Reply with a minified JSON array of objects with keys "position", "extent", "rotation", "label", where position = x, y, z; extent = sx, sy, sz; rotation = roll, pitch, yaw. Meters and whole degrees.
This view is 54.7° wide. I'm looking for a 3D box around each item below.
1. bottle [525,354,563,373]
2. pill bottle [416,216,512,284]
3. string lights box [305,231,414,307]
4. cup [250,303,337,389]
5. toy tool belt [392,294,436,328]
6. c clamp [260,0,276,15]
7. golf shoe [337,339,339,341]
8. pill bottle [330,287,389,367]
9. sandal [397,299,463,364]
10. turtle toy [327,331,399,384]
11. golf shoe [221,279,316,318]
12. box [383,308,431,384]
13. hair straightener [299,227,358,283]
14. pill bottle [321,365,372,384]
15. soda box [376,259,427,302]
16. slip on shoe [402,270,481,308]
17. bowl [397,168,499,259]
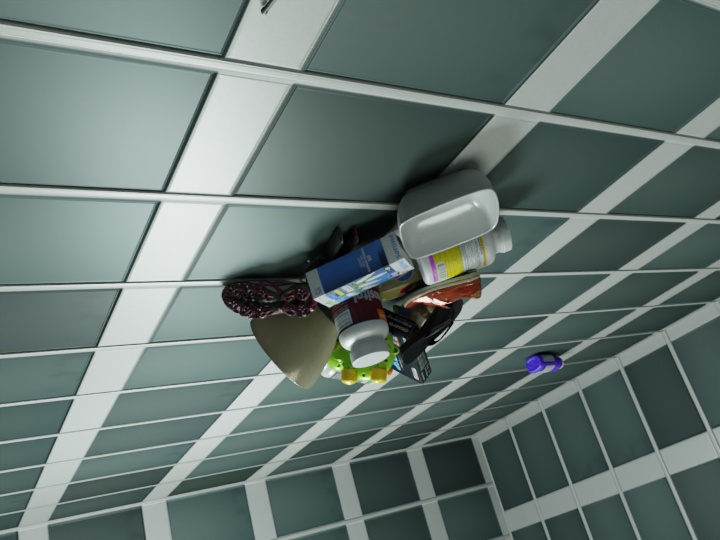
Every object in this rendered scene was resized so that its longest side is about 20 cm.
[{"position":[0.752,0.377,2.819],"extent":[0.196,0.067,0.083],"rotation":[5,149,-42],"label":"bottle"},{"position":[0.215,-0.048,1.467],"extent":[0.194,0.107,0.105],"rotation":[-18,157,-1],"label":"pill bottle"},{"position":[0.000,0.000,1.381],"extent":[0.196,0.060,0.103],"rotation":[-24,163,11],"label":"string lights box"},{"position":[-0.128,0.136,1.543],"extent":[0.143,0.201,0.200],"rotation":[-43,153,5],"label":"cup"},{"position":[0.135,0.090,1.692],"extent":[0.124,0.123,0.202],"rotation":[-36,161,-28],"label":"toy tool belt"},{"position":[-0.114,-0.345,0.687],"extent":[0.169,0.028,0.197],"rotation":[-34,152,32],"label":"c clamp"},{"position":[-0.042,0.141,1.703],"extent":[0.195,0.097,0.078],"rotation":[-9,155,-24],"label":"golf shoe"},{"position":[-0.003,0.097,1.497],"extent":[0.110,0.205,0.114],"rotation":[-14,157,-6],"label":"pill bottle"},{"position":[0.168,0.142,1.584],"extent":[0.200,0.043,0.076],"rotation":[-47,140,-6],"label":"sandal"},{"position":[0.002,0.190,1.592],"extent":[0.195,0.150,0.101],"rotation":[-6,163,26],"label":"turtle toy"},{"position":[-0.188,0.057,1.438],"extent":[0.194,0.075,0.092],"rotation":[5,-169,-9],"label":"golf shoe"},{"position":[0.083,0.175,1.687],"extent":[0.046,0.156,0.203],"rotation":[-49,142,-26],"label":"box"},{"position":[-0.078,-0.025,1.400],"extent":[0.075,0.042,0.200],"rotation":[-2,156,-31],"label":"hair straightener"},{"position":[-0.046,0.229,1.829],"extent":[0.195,0.116,0.113],"rotation":[14,144,-28],"label":"pill bottle"},{"position":[0.126,0.002,1.554],"extent":[0.195,0.069,0.064],"rotation":[-19,157,0],"label":"soda box"},{"position":[0.174,0.055,1.502],"extent":[0.196,0.063,0.074],"rotation":[-18,-179,33],"label":"slip on shoe"},{"position":[0.162,-0.113,1.326],"extent":[0.195,0.076,0.201],"rotation":[-20,155,5],"label":"bowl"}]
